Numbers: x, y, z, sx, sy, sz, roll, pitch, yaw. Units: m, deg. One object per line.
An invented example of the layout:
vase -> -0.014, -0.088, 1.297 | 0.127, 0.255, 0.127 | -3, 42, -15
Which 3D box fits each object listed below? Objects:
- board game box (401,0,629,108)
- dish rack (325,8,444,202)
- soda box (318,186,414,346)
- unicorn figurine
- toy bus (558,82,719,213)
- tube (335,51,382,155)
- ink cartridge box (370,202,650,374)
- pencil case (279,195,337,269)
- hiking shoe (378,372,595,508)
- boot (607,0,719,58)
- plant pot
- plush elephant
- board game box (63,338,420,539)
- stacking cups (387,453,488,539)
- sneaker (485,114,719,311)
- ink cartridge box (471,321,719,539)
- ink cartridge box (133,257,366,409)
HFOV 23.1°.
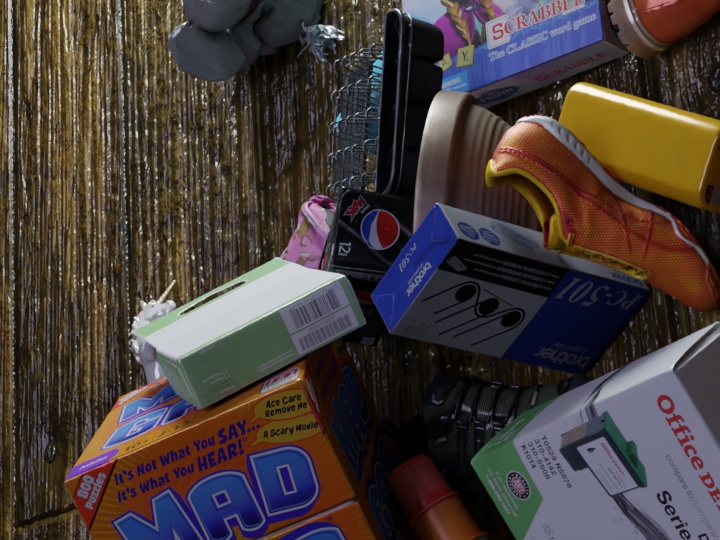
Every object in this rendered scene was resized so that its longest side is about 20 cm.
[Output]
board game box -> 0.122, -0.245, 1.473 | 0.199, 0.041, 0.201 | -19, 66, 36
dish rack -> 0.010, -0.124, 1.487 | 0.200, 0.054, 0.155 | 168, 108, -65
soda box -> 0.000, 0.000, 1.456 | 0.200, 0.063, 0.071 | 112, 167, -70
unicorn figurine -> -0.188, 0.097, 1.762 | 0.137, 0.073, 0.202 | -18, 72, 59
toy bus -> 0.237, -0.084, 1.284 | 0.200, 0.078, 0.066 | 26, 101, 51
tube -> 0.050, -0.197, 1.574 | 0.200, 0.050, 0.078 | -55, 52, 19
ink cartridge box -> 0.114, 0.017, 1.311 | 0.094, 0.199, 0.044 | -55, 42, 27
pencil case -> -0.059, 0.029, 1.620 | 0.201, 0.086, 0.083 | -57, 10, 24
hiking shoe -> 0.098, 0.121, 1.371 | 0.200, 0.101, 0.076 | -34, 23, 42
boot -> 0.235, -0.275, 1.348 | 0.107, 0.075, 0.201 | -26, 70, 41
plant pot -> 0.102, -0.041, 1.393 | 0.092, 0.201, 0.202 | 2, 81, 12
plush elephant -> -0.124, -0.272, 1.715 | 0.200, 0.154, 0.165 | 46, 116, 47
board game box -> -0.083, 0.181, 1.389 | 0.199, 0.200, 0.201 | -23, 101, 10
stacking cups -> 0.087, 0.236, 1.355 | 0.061, 0.060, 0.200 | -48, 66, 32
sneaker -> 0.177, -0.028, 1.284 | 0.077, 0.200, 0.073 | -52, -5, -14
ink cartridge box -> 0.198, 0.144, 1.224 | 0.200, 0.084, 0.147 | -32, 90, 43
ink cartridge box -> -0.093, 0.046, 1.390 | 0.048, 0.145, 0.200 | 65, 166, -10
